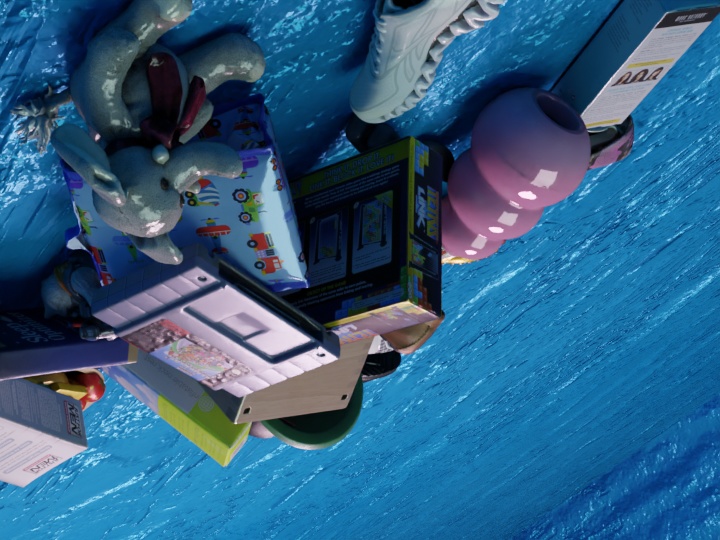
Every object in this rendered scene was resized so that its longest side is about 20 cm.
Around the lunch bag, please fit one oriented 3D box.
[{"bbox_3d":[-0.158,-0.045,1.231,0.199,0.094,0.151,-14,127,-1],"label":"lunch bag"}]

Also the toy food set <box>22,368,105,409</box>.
[{"bbox_3d":[-0.379,0.157,1.580,0.199,0.049,0.198,-33,155,24],"label":"toy food set"}]

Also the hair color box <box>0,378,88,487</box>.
[{"bbox_3d":[-0.383,0.152,1.445,0.099,0.061,0.200,-31,145,21],"label":"hair color box"}]

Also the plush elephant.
[{"bbox_3d":[-0.159,-0.098,1.077,0.199,0.156,0.165,-28,159,6],"label":"plush elephant"}]

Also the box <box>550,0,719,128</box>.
[{"bbox_3d":[0.274,-0.219,1.435,0.082,0.049,0.200,-13,156,-32],"label":"box"}]

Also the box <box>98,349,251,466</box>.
[{"bbox_3d":[-0.210,0.128,1.546,0.048,0.200,0.122,-52,176,-18],"label":"box"}]

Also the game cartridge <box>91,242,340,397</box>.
[{"bbox_3d":[-0.126,0.051,1.261,0.129,0.039,0.200,-27,140,26],"label":"game cartridge"}]

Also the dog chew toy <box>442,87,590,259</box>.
[{"bbox_3d":[0.147,-0.091,1.467,0.124,0.125,0.200,-4,140,-44],"label":"dog chew toy"}]

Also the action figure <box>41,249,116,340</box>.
[{"bbox_3d":[-0.219,0.000,1.386,0.192,0.105,0.200,-18,-173,-3],"label":"action figure"}]

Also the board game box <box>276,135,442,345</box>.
[{"bbox_3d":[-0.015,-0.017,1.342,0.199,0.166,0.057,-16,150,37],"label":"board game box"}]

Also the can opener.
[{"bbox_3d":[0.040,-0.118,1.429,0.067,0.052,0.200,-62,157,0],"label":"can opener"}]

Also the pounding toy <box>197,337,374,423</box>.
[{"bbox_3d":[-0.108,0.073,1.533,0.183,0.200,0.143,-3,125,-42],"label":"pounding toy"}]

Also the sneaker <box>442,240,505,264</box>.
[{"bbox_3d":[0.069,-0.041,1.620,0.199,0.078,0.082,-24,142,-8],"label":"sneaker"}]

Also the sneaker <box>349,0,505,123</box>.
[{"bbox_3d":[0.038,-0.202,1.196,0.081,0.076,0.200,8,142,-33],"label":"sneaker"}]

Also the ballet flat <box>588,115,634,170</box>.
[{"bbox_3d":[0.219,-0.130,1.581,0.199,0.069,0.071,-24,142,-16],"label":"ballet flat"}]

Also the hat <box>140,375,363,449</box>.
[{"bbox_3d":[-0.121,0.146,1.776,0.176,0.200,0.166,-28,-156,53],"label":"hat"}]

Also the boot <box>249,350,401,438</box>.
[{"bbox_3d":[-0.062,0.152,1.898,0.199,0.077,0.168,-6,149,-27],"label":"boot"}]

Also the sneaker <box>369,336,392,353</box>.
[{"bbox_3d":[0.026,0.001,1.559,0.080,0.077,0.201,11,119,-18],"label":"sneaker"}]

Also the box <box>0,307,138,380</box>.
[{"bbox_3d":[-0.327,0.069,1.358,0.199,0.121,0.033,-7,109,-43],"label":"box"}]

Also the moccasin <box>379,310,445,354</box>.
[{"bbox_3d":[0.000,0.001,1.471,0.078,0.201,0.074,-49,180,23],"label":"moccasin"}]
